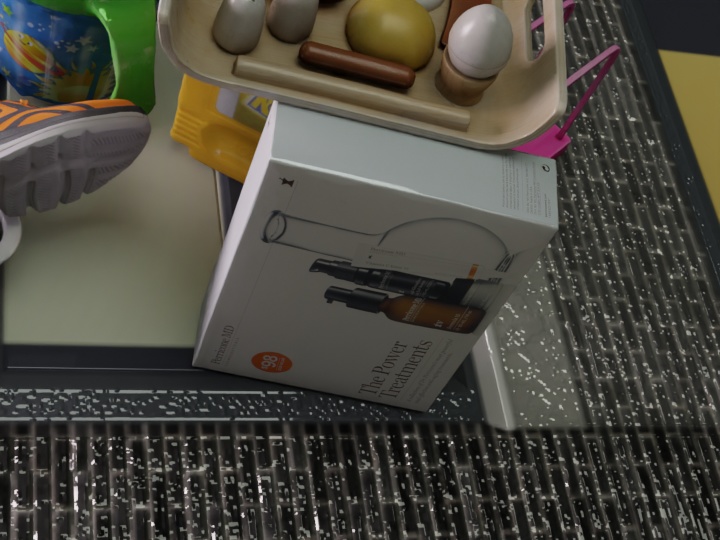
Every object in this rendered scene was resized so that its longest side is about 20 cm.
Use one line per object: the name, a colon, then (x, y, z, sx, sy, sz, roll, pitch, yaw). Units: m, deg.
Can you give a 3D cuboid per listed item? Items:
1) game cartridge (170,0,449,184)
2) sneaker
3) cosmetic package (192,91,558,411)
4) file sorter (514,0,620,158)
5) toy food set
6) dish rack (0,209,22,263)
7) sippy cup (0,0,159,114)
game cartridge: (-0.020, -0.101, 0.737, 0.176, 0.200, 0.032, 26, 53, -1)
sneaker: (-0.222, -0.086, 0.676, 0.200, 0.078, 0.112, -18, 67, -30)
cosmetic package: (0.000, 0.000, 0.676, 0.150, 0.200, 0.052, 14, 53, -10)
file sorter: (0.058, -0.157, 0.852, 0.200, 0.126, 0.139, 44, 53, 12)
toy food set: (0.006, -0.148, 0.614, 0.199, 0.060, 0.144, 13, 55, -12)
dish rack: (-0.304, -0.057, 0.700, 0.171, 0.044, 0.200, -17, 65, -30)
sippy cup: (-0.182, -0.178, 0.772, 0.139, 0.130, 0.178, 15, 53, -10)
